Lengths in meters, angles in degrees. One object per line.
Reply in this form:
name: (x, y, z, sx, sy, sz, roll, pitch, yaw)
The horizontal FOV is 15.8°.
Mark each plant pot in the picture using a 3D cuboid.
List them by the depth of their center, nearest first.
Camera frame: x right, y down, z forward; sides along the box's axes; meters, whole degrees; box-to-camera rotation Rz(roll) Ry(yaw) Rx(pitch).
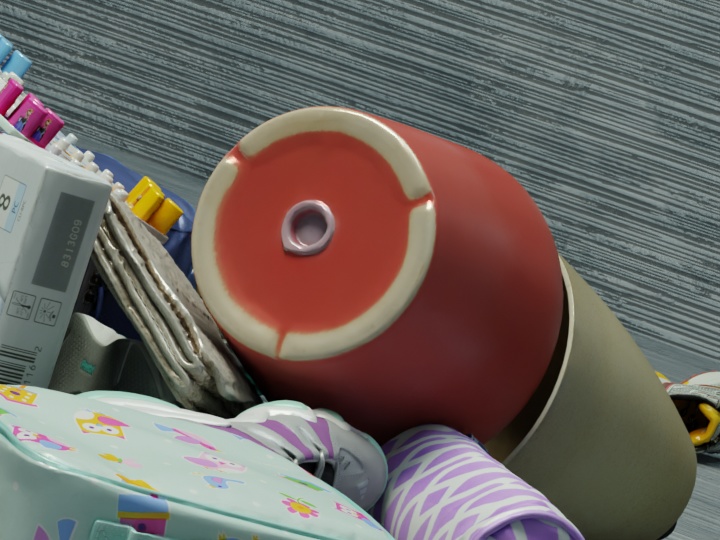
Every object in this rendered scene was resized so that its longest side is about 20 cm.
plant pot: (0.000, 0.000, 1.463, 0.199, 0.202, 0.177, 20, -7, 23)
plant pot: (0.118, 0.098, 1.626, 0.200, 0.188, 0.187, 33, -6, -39)

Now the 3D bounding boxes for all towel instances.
towel: (-0.099, 0.033, 1.449, 0.133, 0.034, 0.200, 58, 0, 16)

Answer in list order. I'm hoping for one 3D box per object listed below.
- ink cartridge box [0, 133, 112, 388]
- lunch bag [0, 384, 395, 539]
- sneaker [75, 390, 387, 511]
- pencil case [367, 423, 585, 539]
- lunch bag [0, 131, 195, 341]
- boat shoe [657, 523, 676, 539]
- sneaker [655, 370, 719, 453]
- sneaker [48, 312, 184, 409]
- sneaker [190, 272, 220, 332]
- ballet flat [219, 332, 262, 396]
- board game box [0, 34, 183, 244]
ink cartridge box: (-0.220, 0.002, 1.402, 0.047, 0.161, 0.200, 14, 6, -37)
lunch bag: (-0.091, 0.115, 1.133, 0.199, 0.078, 0.160, 15, 8, -27)
sneaker: (-0.050, 0.118, 1.305, 0.199, 0.078, 0.140, 4, 13, -31)
pencil case: (0.060, 0.143, 1.375, 0.086, 0.084, 0.200, 59, -6, -16)
lunch bag: (-0.208, -0.010, 1.699, 0.132, 0.137, 0.200, 13, 9, -38)
boat shoe: (0.130, 0.135, 1.774, 0.199, 0.070, 0.066, 18, -13, 31)
sneaker: (0.307, 0.137, 2.334, 0.199, 0.078, 0.082, 3, 16, -33)
sneaker: (-0.122, 0.076, 1.479, 0.080, 0.071, 0.200, 26, 4, -22)
sneaker: (-0.149, 0.025, 1.878, 0.199, 0.076, 0.088, 19, 5, 4)
ballet flat: (-0.061, 0.050, 1.634, 0.073, 0.074, 0.199, 14, -13, -35)
board game box: (-0.211, -0.112, 1.564, 0.200, 0.026, 0.200, 44, 2, 27)
